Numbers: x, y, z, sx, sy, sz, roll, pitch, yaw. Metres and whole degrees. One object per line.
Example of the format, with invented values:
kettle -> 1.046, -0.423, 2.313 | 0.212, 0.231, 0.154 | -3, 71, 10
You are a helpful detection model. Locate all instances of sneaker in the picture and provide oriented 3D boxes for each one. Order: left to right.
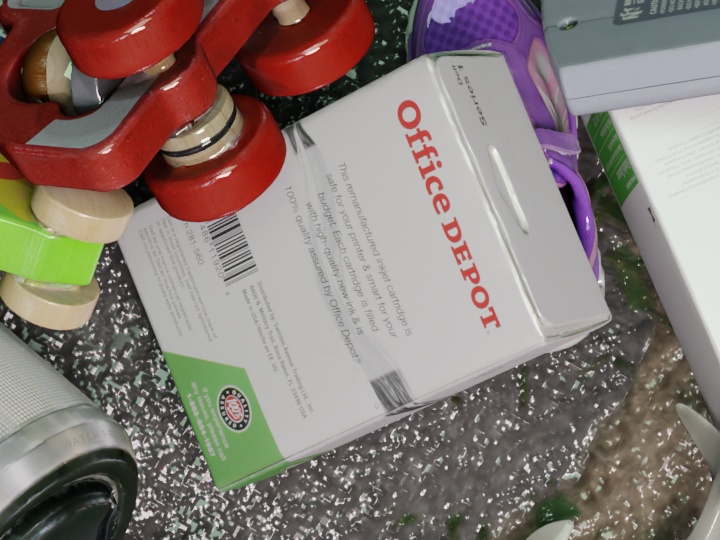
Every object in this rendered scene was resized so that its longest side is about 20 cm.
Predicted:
sneaker -> 0.076, -0.061, 1.330 | 0.080, 0.088, 0.200 | -14, 82, 0

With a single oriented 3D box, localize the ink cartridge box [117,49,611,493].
ink cartridge box -> 0.000, 0.000, 1.280 | 0.200, 0.084, 0.146 | -25, 83, 29

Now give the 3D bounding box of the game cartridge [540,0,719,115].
game cartridge -> 0.156, -0.144, 1.293 | 0.133, 0.200, 0.042 | -11, 123, 21

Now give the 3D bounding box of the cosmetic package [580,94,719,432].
cosmetic package -> 0.187, -0.011, 1.315 | 0.085, 0.108, 0.200 | -22, 82, -3

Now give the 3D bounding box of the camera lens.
camera lens -> -0.217, 0.089, 1.261 | 0.200, 0.160, 0.160 | 38, 85, 20

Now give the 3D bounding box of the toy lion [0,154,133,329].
toy lion -> -0.206, -0.055, 1.276 | 0.200, 0.192, 0.069 | 6, 121, -31

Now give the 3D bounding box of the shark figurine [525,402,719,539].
shark figurine -> 0.112, 0.160, 1.290 | 0.214, 0.089, 0.128 | -29, 88, 12

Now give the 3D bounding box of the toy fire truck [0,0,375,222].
toy fire truck -> -0.104, -0.114, 1.248 | 0.168, 0.112, 0.200 | 6, 49, 40
